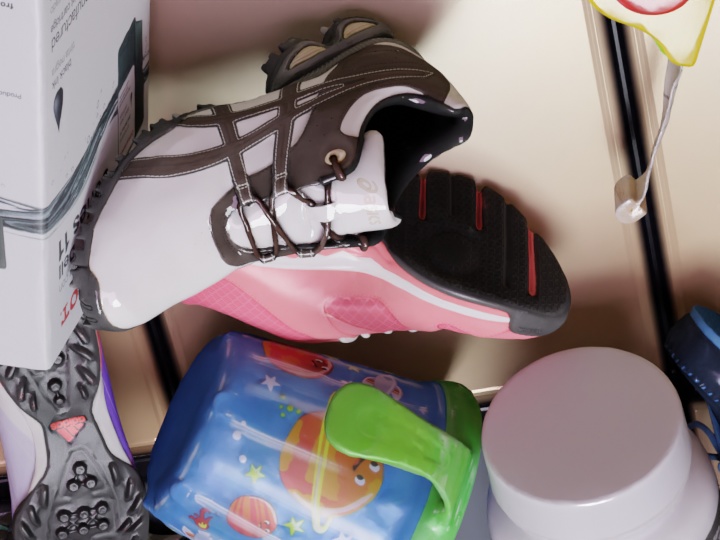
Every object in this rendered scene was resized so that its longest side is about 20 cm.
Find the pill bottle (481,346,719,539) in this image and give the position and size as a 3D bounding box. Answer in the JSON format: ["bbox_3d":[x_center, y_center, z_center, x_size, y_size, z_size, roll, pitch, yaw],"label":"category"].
[{"bbox_3d":[0.124,0.136,1.390,0.113,0.114,0.201,-10,136,8],"label":"pill bottle"}]

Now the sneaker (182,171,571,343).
[{"bbox_3d":[0.000,0.000,1.356,0.199,0.074,0.087,14,138,-4],"label":"sneaker"}]

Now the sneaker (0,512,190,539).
[{"bbox_3d":[-0.095,0.177,1.481,0.199,0.078,0.087,15,137,-1],"label":"sneaker"}]

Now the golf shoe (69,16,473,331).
[{"bbox_3d":[-0.037,-0.037,1.247,0.200,0.094,0.078,-41,135,-21],"label":"golf shoe"}]

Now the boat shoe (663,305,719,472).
[{"bbox_3d":[0.210,0.100,1.400,0.069,0.084,0.200,-40,114,13],"label":"boat shoe"}]

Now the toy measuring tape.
[{"bbox_3d":[0.117,-0.113,1.262,0.073,0.074,0.201,10,125,-5],"label":"toy measuring tape"}]

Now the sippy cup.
[{"bbox_3d":[-0.029,0.096,1.371,0.130,0.140,0.178,24,121,-13],"label":"sippy cup"}]

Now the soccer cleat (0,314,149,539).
[{"bbox_3d":[-0.146,0.075,1.385,0.068,0.073,0.201,-13,118,-6],"label":"soccer cleat"}]

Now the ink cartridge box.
[{"bbox_3d":[-0.149,-0.079,1.238,0.083,0.147,0.201,12,128,10],"label":"ink cartridge box"}]
